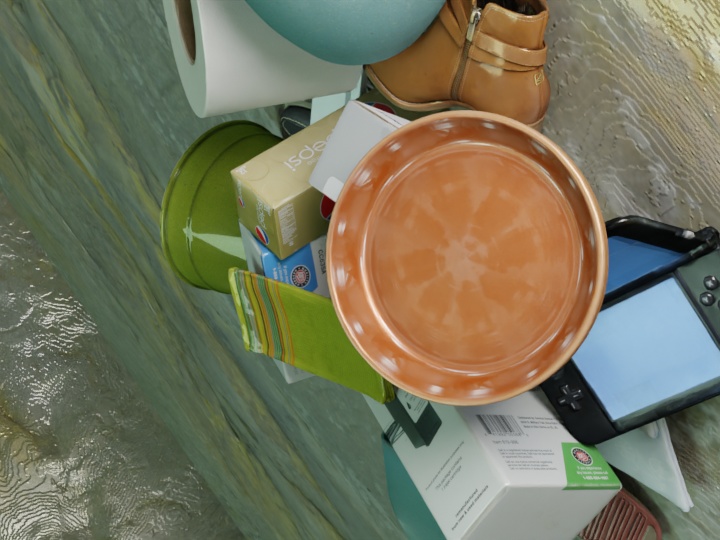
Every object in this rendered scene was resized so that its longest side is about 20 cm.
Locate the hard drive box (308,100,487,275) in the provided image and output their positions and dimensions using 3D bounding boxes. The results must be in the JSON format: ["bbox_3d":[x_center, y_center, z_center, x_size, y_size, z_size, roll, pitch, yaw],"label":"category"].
[{"bbox_3d":[0.084,-0.051,1.036,0.200,0.077,0.156,14,-162,-49],"label":"hard drive box"}]

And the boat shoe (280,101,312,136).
[{"bbox_3d":[-0.017,-0.099,1.319,0.200,0.063,0.073,39,165,18],"label":"boat shoe"}]

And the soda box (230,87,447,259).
[{"bbox_3d":[-0.016,-0.096,1.168,0.068,0.200,0.064,40,150,34],"label":"soda box"}]

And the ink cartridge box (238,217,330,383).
[{"bbox_3d":[0.000,0.000,1.231,0.086,0.199,0.147,-126,23,-56],"label":"ink cartridge box"}]

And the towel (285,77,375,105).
[{"bbox_3d":[-0.054,-0.203,1.330,0.150,0.031,0.200,58,159,-4],"label":"towel"}]

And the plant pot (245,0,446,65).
[{"bbox_3d":[-0.007,-0.232,0.957,0.200,0.200,0.135,38,154,38],"label":"plant pot"}]

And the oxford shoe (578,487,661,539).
[{"bbox_3d":[0.222,0.216,1.322,0.200,0.075,0.071,32,112,23],"label":"oxford shoe"}]

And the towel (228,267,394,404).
[{"bbox_3d":[-0.047,0.053,1.120,0.200,0.018,0.086,16,128,49],"label":"towel"}]

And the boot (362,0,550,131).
[{"bbox_3d":[0.071,-0.186,1.028,0.200,0.077,0.156,47,155,32],"label":"boot"}]

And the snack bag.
[{"bbox_3d":[0.208,0.114,1.181,0.188,0.021,0.200,28,149,52],"label":"snack bag"}]

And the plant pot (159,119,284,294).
[{"bbox_3d":[-0.082,-0.045,1.434,0.192,0.200,0.201,22,142,36],"label":"plant pot"}]

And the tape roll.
[{"bbox_3d":[-0.090,-0.242,1.118,0.203,0.139,0.204,168,90,-77],"label":"tape roll"}]

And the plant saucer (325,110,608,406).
[{"bbox_3d":[0.072,-0.008,0.897,0.200,0.200,0.032,50,-162,15],"label":"plant saucer"}]

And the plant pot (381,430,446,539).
[{"bbox_3d":[0.115,0.208,1.248,0.141,0.141,0.200,31,146,26],"label":"plant pot"}]

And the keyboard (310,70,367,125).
[{"bbox_3d":[-0.026,-0.127,1.273,0.056,0.011,0.201,23,124,26],"label":"keyboard"}]

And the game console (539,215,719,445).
[{"bbox_3d":[0.182,0.053,0.970,0.200,0.116,0.176,-30,96,38],"label":"game console"}]

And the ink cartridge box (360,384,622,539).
[{"bbox_3d":[0.100,0.129,1.090,0.083,0.146,0.200,-55,47,28],"label":"ink cartridge box"}]
